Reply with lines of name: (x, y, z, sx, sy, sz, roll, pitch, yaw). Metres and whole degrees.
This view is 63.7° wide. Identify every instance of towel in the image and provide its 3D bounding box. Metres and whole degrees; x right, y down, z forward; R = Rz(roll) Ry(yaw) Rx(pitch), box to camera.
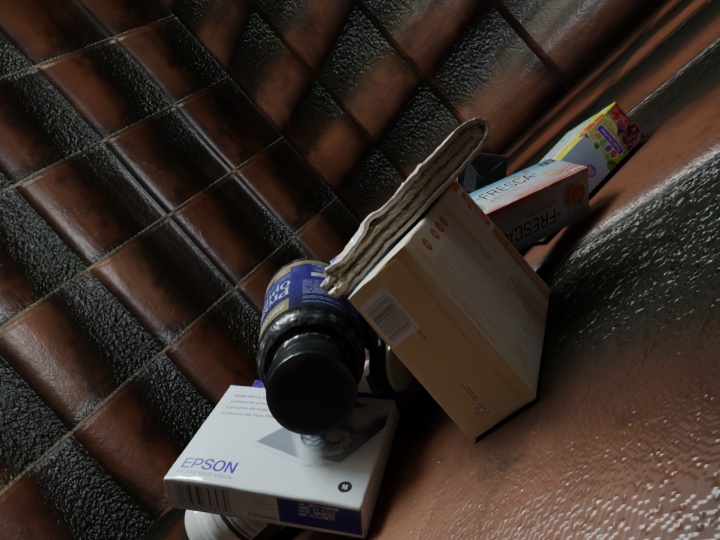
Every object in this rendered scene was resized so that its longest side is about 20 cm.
towel: (0.036, -0.054, 0.548, 0.200, 0.034, 0.133, -46, 1, -1)

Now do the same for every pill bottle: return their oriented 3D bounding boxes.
pill bottle: (-0.115, 0.257, 0.705, 0.200, 0.117, 0.116, -45, 1, 13)
pill bottle: (-0.052, 0.073, 0.604, 0.112, 0.112, 0.201, -43, 19, 11)

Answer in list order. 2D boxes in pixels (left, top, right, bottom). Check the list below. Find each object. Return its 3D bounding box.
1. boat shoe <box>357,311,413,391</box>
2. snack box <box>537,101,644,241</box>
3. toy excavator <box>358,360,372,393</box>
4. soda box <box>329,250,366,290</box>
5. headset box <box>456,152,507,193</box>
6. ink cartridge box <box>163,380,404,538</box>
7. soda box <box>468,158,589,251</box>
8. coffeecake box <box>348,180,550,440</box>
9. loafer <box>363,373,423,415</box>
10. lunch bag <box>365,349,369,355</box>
boat shoe: (0.028, 0.074, 0.678, 0.061, 0.075, 0.203, -15, 25, 12)
snack box: (0.288, -0.130, 0.850, 0.200, 0.068, 0.169, -45, 0, 0)
toy excavator: (-0.057, 0.201, 0.813, 0.200, 0.100, 0.194, -46, 1, -7)
soda box: (0.000, 0.000, 0.840, 0.198, 0.068, 0.064, -36, 12, 10)
headset box: (0.163, -0.087, 0.909, 0.200, 0.075, 0.154, 87, -171, -87)
ink cartridge box: (-0.064, 0.165, 0.591, 0.193, 0.042, 0.201, 1, 25, 14)
soda box: (0.178, -0.067, 0.687, 0.196, 0.065, 0.068, -24, 28, -21)
coffeecake box: (0.094, 0.021, 0.531, 0.073, 0.154, 0.200, -41, 3, 30)
loafer: (0.062, 0.104, 0.753, 0.073, 0.071, 0.200, -43, 2, 27)
lunch bag: (-0.020, 0.087, 0.929, 0.198, 0.076, 0.161, -27, 18, 50)
